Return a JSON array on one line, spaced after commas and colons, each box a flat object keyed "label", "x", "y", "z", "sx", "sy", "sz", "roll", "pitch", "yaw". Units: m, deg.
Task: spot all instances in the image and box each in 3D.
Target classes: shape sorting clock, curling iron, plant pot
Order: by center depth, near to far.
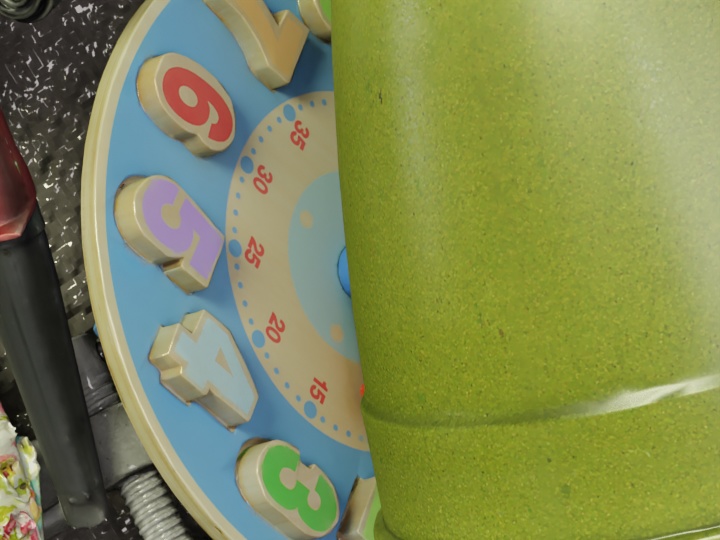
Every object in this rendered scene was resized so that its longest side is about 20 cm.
[{"label": "plant pot", "x": 0.075, "y": -0.046, "z": 0.759, "sx": 0.200, "sy": 0.200, "sz": 0.193, "roll": -18, "pitch": 98, "yaw": -13}, {"label": "curling iron", "x": -0.092, "y": -0.020, "z": 0.806, "sx": 0.026, "sy": 0.050, "sz": 0.200, "roll": -35, "pitch": 125, "yaw": -53}, {"label": "shape sorting clock", "x": 0.000, "y": 0.000, "z": 0.847, "sx": 0.200, "sy": 0.039, "sz": 0.200, "roll": 18, "pitch": 66, "yaw": -46}]

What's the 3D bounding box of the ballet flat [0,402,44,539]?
[{"label": "ballet flat", "x": -0.122, "y": 0.090, "z": 0.829, "sx": 0.076, "sy": 0.064, "sz": 0.200, "roll": -23, "pitch": 80, "yaw": 12}]

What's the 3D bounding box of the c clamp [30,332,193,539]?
[{"label": "c clamp", "x": -0.063, "y": 0.115, "z": 0.853, "sx": 0.171, "sy": 0.027, "sz": 0.200, "roll": -23, "pitch": 82, "yaw": 9}]
